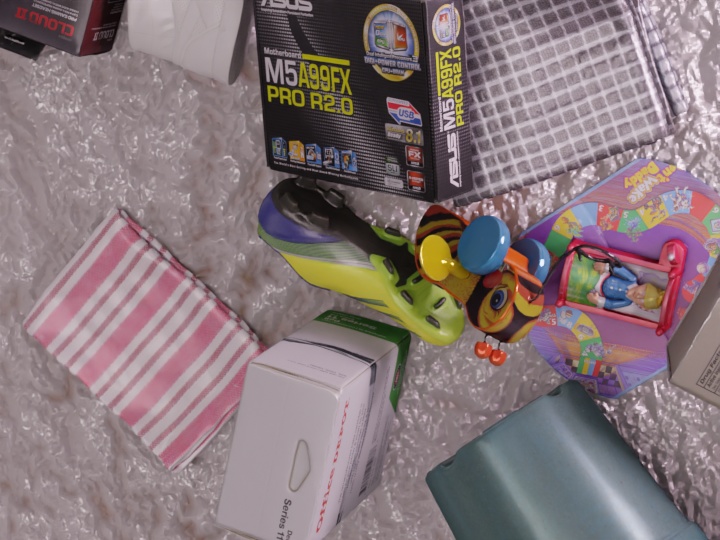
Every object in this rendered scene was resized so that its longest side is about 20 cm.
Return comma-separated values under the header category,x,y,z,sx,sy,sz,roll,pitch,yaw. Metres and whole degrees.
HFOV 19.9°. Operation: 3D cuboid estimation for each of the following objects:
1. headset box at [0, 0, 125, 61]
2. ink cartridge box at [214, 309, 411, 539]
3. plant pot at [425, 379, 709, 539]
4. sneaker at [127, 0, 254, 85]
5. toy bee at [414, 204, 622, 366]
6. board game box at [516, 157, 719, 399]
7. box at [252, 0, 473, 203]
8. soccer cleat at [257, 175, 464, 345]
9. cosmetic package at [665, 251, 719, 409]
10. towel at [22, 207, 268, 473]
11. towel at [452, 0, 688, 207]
category,x,y,z,sx,sy,sz,roll,pitch,yaw
headset box,-0.267,-0.279,1.728,0.148,0.075,0.201,21,106,12
ink cartridge box,-0.036,0.127,1.666,0.083,0.200,0.147,16,104,14
plant pot,0.163,0.207,1.635,0.200,0.200,0.196,-37,80,20
sneaker,-0.137,-0.264,1.692,0.115,0.074,0.201,18,106,10
toy bee,0.100,0.013,1.611,0.131,0.200,0.109,26,85,-17
board game box,0.214,0.009,1.650,0.200,0.039,0.158,-33,90,19
box,0.000,-0.148,1.630,0.200,0.044,0.161,14,116,43
soccer cleat,0.000,-0.001,1.715,0.200,0.065,0.084,37,138,3
cosmetic package,0.345,0.076,1.577,0.199,0.087,0.104,28,109,-3
towel,-0.187,0.061,1.791,0.200,0.030,0.146,43,108,6
towel,0.140,-0.155,1.620,0.199,0.086,0.166,-19,95,19
